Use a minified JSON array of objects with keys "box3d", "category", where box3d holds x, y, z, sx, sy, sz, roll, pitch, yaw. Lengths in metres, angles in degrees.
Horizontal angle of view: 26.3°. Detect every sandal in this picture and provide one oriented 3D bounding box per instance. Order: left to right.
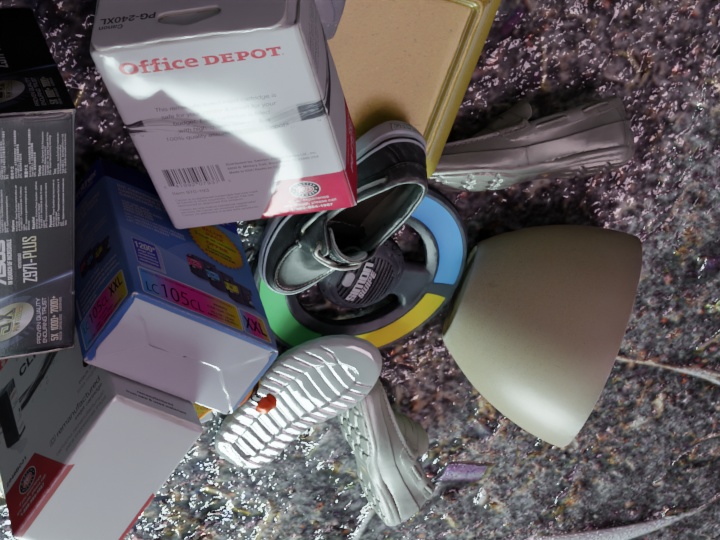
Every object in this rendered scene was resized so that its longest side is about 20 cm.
[{"box3d":[-0.063,0.107,1.390,0.082,0.050,0.202,37,124,-24],"category":"sandal"}]

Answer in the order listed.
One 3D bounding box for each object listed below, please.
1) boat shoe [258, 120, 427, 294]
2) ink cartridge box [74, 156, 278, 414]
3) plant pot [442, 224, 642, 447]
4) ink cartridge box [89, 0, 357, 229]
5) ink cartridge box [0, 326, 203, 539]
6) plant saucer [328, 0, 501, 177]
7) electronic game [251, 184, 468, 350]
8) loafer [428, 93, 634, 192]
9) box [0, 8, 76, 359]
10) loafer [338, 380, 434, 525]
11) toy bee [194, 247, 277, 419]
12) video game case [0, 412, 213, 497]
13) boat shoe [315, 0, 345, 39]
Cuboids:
[{"box3d":[-0.019,-0.035,1.229,0.072,0.071,0.200,20,132,-28],"category":"boat shoe"},{"box3d":[-0.155,0.001,1.184,0.136,0.200,0.076,25,115,-35],"category":"ink cartridge box"},{"box3d":[0.151,0.040,1.379,0.134,0.200,0.201,21,116,-3],"category":"plant pot"},{"box3d":[-0.091,-0.127,1.099,0.145,0.084,0.200,-6,143,9],"category":"ink cartridge box"},{"box3d":[-0.215,0.103,1.202,0.084,0.200,0.144,27,109,-33],"category":"ink cartridge box"},{"box3d":[0.007,-0.171,1.205,0.199,0.048,0.200,12,113,-21],"category":"plant saucer"},{"box3d":[0.000,0.000,1.347,0.199,0.042,0.200,-12,133,-13],"category":"electronic game"},{"box3d":[0.136,-0.111,1.331,0.199,0.070,0.070,-8,171,-9],"category":"loafer"},{"box3d":[-0.263,-0.063,1.110,0.086,0.164,0.201,-7,127,-21],"category":"box"},{"box3d":[0.027,0.161,1.464,0.070,0.070,0.200,-30,137,-14],"category":"loafer"},{"box3d":[-0.130,0.096,1.282,0.200,0.109,0.131,-48,174,32],"category":"toy bee"},{"box3d":[-0.241,0.095,1.328,0.199,0.022,0.182,-21,129,-11],"category":"video game case"},{"box3d":[-0.109,-0.201,1.114,0.200,0.070,0.072,6,116,-5],"category":"boat shoe"}]
